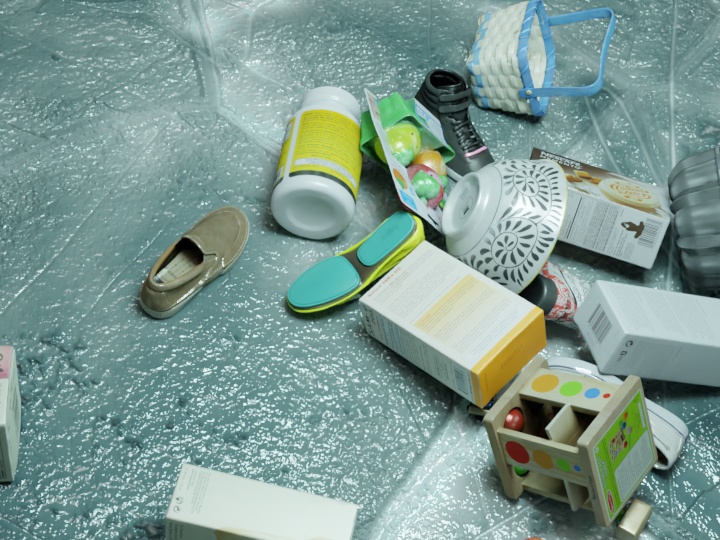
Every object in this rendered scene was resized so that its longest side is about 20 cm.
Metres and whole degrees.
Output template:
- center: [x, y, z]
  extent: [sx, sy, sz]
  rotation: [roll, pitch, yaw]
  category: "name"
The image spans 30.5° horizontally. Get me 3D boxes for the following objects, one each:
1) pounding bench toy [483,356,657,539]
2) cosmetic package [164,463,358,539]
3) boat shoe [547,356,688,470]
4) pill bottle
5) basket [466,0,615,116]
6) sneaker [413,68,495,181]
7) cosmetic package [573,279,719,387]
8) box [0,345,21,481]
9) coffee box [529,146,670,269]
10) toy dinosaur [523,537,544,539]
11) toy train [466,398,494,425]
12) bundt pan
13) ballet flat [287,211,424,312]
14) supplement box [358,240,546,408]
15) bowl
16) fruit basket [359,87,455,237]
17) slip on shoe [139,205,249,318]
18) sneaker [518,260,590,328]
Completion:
- center: [0.247, 0.224, 1.546]
  extent: [0.156, 0.200, 0.124]
  rotation: [10, 40, 40]
  category: "pounding bench toy"
- center: [-0.109, 0.285, 1.443]
  extent: [0.199, 0.105, 0.071]
  rotation: [13, 53, 2]
  category: "cosmetic package"
- center: [0.302, 0.179, 1.618]
  extent: [0.200, 0.071, 0.070]
  rotation: [31, 51, 7]
  category: "boat shoe"
- center: [-0.053, -0.151, 1.785]
  extent: [0.112, 0.113, 0.200]
  rotation: [10, 52, -2]
  category: "pill bottle"
- center: [0.267, -0.317, 1.938]
  extent: [0.200, 0.139, 0.177]
  rotation: [-3, 46, 28]
  category: "basket"
- center: [0.139, -0.204, 1.868]
  extent: [0.071, 0.099, 0.200]
  rotation: [-22, 60, -26]
  category: "sneaker"
- center: [0.381, 0.081, 1.660]
  extent: [0.200, 0.071, 0.102]
  rotation: [9, 38, -24]
  category: "cosmetic package"
- center: [-0.484, 0.160, 1.463]
  extent: [0.199, 0.128, 0.109]
  rotation: [1, 52, -9]
  category: "box"
- center: [0.314, -0.087, 1.795]
  extent: [0.200, 0.080, 0.114]
  rotation: [19, 26, 5]
  category: "coffee box"
- center: [0.248, 0.376, 1.473]
  extent: [0.200, 0.105, 0.182]
  rotation: [22, 25, -41]
  category: "toy dinosaur"
- center: [0.163, 0.106, 1.663]
  extent: [0.034, 0.046, 0.200]
  rotation: [12, 51, 0]
  category: "toy train"
- center: [0.459, -0.064, 1.763]
  extent: [0.076, 0.202, 0.202]
  rotation: [-9, 50, 17]
  category: "bundt pan"
- center: [0.000, 0.000, 1.697]
  extent: [0.200, 0.067, 0.067]
  rotation: [-35, 60, 1]
  category: "ballet flat"
- center: [0.114, 0.064, 1.631]
  extent: [0.126, 0.074, 0.200]
  rotation: [-41, 53, -23]
  category: "supplement box"
- center: [0.165, -0.067, 1.679]
  extent: [0.094, 0.201, 0.201]
  rotation: [24, 47, -24]
  category: "bowl"
- center: [0.081, -0.135, 1.769]
  extent: [0.094, 0.185, 0.200]
  rotation: [-36, 53, 16]
  category: "fruit basket"
- center: [-0.210, -0.023, 1.692]
  extent: [0.076, 0.061, 0.200]
  rotation: [33, 55, 16]
  category: "slip on shoe"
- center: [0.232, 0.007, 1.747]
  extent: [0.108, 0.067, 0.201]
  rotation: [20, 21, -32]
  category: "sneaker"
